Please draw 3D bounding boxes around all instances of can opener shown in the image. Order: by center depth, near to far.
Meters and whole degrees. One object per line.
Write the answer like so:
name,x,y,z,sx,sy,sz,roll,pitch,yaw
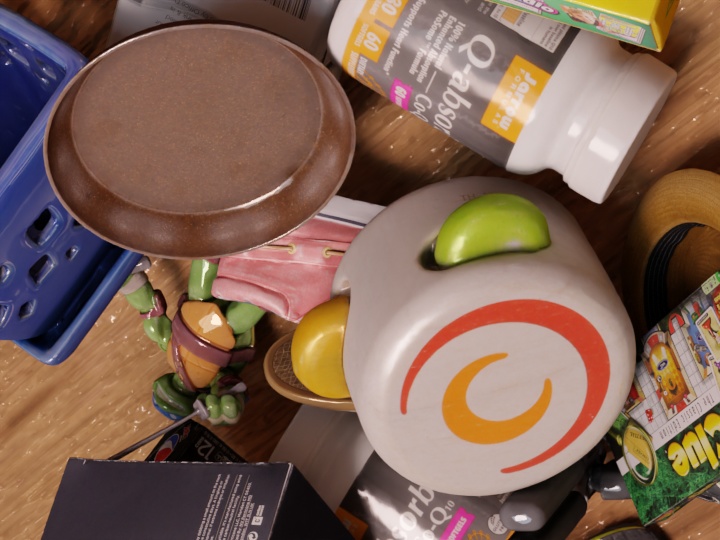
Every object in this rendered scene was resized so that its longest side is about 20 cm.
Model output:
can opener,0.145,0.147,1.578,0.066,0.200,0.053,-1,102,25

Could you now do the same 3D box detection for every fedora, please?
fedora,0.245,0.022,1.491,0.201,0.081,0.202,41,139,49

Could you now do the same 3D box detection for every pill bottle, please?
pill bottle,0.089,-0.133,1.469,0.199,0.116,0.117,31,129,8
pill bottle,0.035,0.168,1.695,0.199,0.116,0.117,32,129,6

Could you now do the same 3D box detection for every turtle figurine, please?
turtle figurine,-0.125,0.035,1.663,0.199,0.144,0.194,17,117,-34

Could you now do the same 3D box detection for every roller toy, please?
roller toy,0.074,0.040,1.512,0.182,0.140,0.200,33,110,-31

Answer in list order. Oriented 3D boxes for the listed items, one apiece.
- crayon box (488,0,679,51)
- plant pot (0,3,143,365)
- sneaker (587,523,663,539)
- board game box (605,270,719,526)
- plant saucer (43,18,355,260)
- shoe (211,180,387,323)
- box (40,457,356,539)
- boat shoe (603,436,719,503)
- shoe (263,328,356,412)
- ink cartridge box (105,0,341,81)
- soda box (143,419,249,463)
crayon box,0.109,-0.242,1.376,0.199,0.058,0.174,19,85,17
plant pot,-0.249,-0.061,1.611,0.200,0.201,0.180,33,177,38
sneaker,0.144,0.248,1.718,0.200,0.081,0.074,-42,97,20
board game box,0.208,0.083,1.477,0.105,0.023,0.200,65,153,15
plant saucer,-0.103,-0.088,1.495,0.199,0.035,0.201,-4,135,-4
shoe,0.000,0.000,1.593,0.199,0.071,0.092,14,89,-5
box,-0.098,0.223,1.627,0.181,0.105,0.200,-1,146,28
boat shoe,0.237,0.121,1.594,0.198,0.075,0.066,17,161,13
shoe,0.031,0.074,1.638,0.198,0.070,0.053,-1,149,-3
ink cartridge box,-0.076,-0.186,1.555,0.145,0.083,0.201,29,129,10
soda box,-0.074,0.196,1.763,0.200,0.063,0.071,42,170,-18
